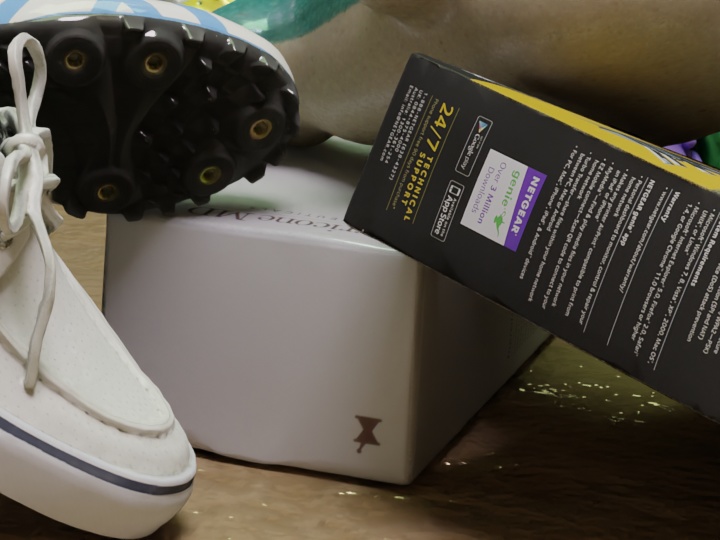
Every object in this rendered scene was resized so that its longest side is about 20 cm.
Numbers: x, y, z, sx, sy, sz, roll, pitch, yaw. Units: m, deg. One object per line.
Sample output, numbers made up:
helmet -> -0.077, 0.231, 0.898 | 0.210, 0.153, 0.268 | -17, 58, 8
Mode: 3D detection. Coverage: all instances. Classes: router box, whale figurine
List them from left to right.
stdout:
whale figurine -> 0.039, -0.091, 0.699 | 0.199, 0.105, 0.159 | -9, -15, 31
router box -> 0.116, 0.009, 0.631 | 0.157, 0.053, 0.199 | 29, 9, 39

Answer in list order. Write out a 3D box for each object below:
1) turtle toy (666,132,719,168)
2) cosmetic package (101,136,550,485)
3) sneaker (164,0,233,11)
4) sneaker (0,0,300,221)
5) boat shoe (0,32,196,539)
turtle toy -> 0.088, -0.054, 0.918 | 0.145, 0.102, 0.199 | -14, 0, 45
cosmetic package -> 0.000, 0.000, 0.744 | 0.101, 0.072, 0.200 | 8, 16, 16
sneaker -> -0.055, -0.094, 1.087 | 0.199, 0.077, 0.075 | 17, 17, 34
sneaker -> -0.116, -0.057, 0.650 | 0.198, 0.072, 0.073 | 1, 37, -4
boat shoe -> -0.107, -0.021, 0.585 | 0.202, 0.086, 0.075 | 41, 15, -3
